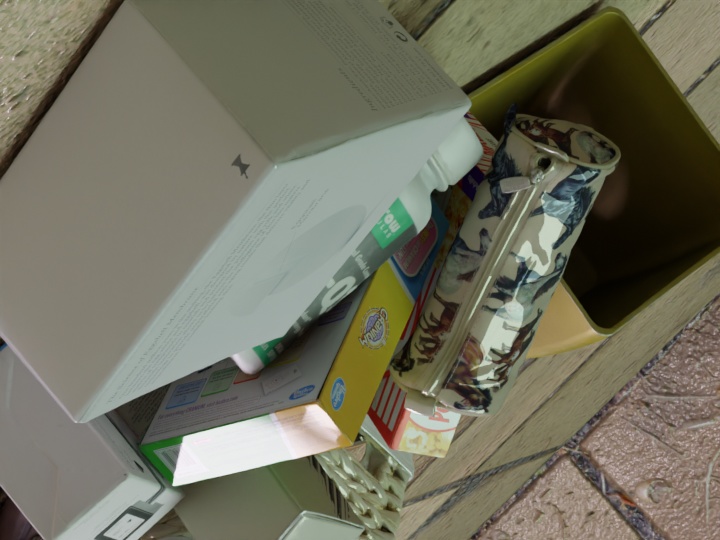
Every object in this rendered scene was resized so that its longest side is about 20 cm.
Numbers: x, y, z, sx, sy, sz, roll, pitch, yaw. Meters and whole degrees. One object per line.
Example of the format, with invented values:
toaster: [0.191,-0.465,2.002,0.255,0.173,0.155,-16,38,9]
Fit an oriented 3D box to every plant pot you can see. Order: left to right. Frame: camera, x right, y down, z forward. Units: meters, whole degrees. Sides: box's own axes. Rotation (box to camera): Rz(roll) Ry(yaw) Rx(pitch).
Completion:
plant pot: [0.145,-0.046,1.849,0.200,0.200,0.176,-33,176,-34]

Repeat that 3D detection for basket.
basket: [-0.079,0.168,1.738,0.199,0.136,0.124,-21,-140,29]

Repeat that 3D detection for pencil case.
pencil case: [0.087,-0.002,1.521,0.089,0.078,0.201,-8,126,-60]

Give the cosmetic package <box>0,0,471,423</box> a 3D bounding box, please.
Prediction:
cosmetic package: [-0.081,-0.047,1.294,0.200,0.123,0.200,-50,166,30]

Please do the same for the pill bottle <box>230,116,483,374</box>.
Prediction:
pill bottle: [-0.029,-0.041,1.487,0.200,0.113,0.113,-41,167,-5]

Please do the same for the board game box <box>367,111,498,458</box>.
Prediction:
board game box: [0.047,0.002,1.646,0.046,0.152,0.201,11,110,-24]

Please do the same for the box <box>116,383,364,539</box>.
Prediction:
box: [-0.087,0.126,1.615,0.068,0.200,0.082,20,116,-48]

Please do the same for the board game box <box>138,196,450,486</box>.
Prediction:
board game box: [-0.040,0.039,1.547,0.153,0.040,0.200,-16,-145,37]

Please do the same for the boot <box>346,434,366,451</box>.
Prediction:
boot: [-0.079,0.135,1.889,0.199,0.074,0.076,-6,134,-30]

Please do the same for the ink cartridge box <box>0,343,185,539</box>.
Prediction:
ink cartridge box: [-0.181,0.117,1.538,0.068,0.116,0.200,-41,168,-1]

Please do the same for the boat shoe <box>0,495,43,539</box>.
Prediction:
boat shoe: [-0.225,0.163,1.706,0.202,0.075,0.075,-37,132,8]

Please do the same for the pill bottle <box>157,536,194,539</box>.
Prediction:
pill bottle: [-0.134,0.272,1.678,0.119,0.120,0.200,-34,157,-33]
